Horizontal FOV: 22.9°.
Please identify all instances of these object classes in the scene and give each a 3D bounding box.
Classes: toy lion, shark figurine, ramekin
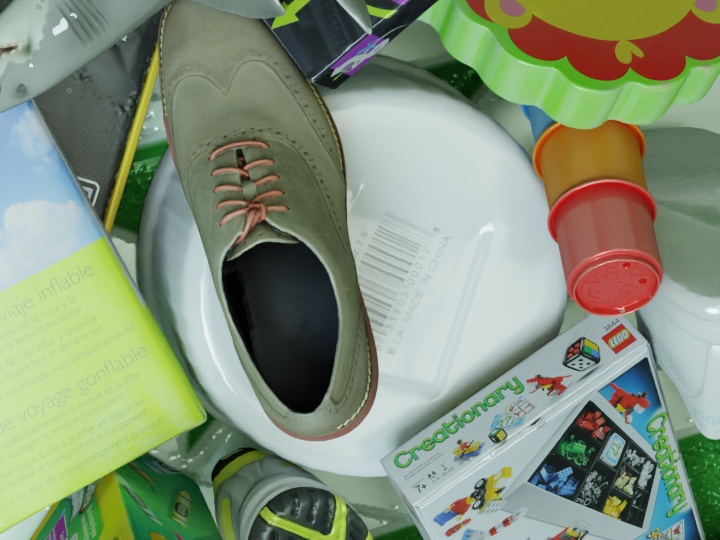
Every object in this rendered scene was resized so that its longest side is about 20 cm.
[{"bbox_3d":[0.069,-0.149,0.787,0.200,0.069,0.192,2,59,-13],"label":"toy lion"},{"bbox_3d":[-0.057,-0.119,0.676,0.089,0.214,0.128,35,64,-26],"label":"shark figurine"},{"bbox_3d":[0.000,0.000,0.833,0.200,0.098,0.201,-2,100,-13],"label":"ramekin"}]

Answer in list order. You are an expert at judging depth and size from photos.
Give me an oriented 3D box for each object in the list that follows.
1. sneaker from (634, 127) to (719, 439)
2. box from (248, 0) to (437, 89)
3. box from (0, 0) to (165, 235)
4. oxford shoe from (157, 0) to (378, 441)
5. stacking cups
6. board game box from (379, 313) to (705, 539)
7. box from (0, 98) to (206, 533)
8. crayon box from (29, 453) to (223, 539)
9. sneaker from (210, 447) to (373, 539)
[{"bbox_3d":[0.147,0.001,0.829,0.075,0.200,0.089,0,119,3],"label":"sneaker"},{"bbox_3d":[0.017,-0.192,0.720,0.200,0.036,0.143,-40,82,12],"label":"box"},{"bbox_3d":[-0.201,-0.075,0.800,0.200,0.049,0.160,17,97,-15],"label":"box"},{"bbox_3d":[-0.037,-0.030,0.724,0.070,0.075,0.200,-20,83,1],"label":"oxford shoe"},{"bbox_3d":[0.096,-0.065,0.799,0.060,0.200,0.061,-1,141,-1],"label":"stacking cups"},{"bbox_3d":[0.094,0.112,0.849,0.126,0.035,0.200,-34,142,-6],"label":"board game box"},{"bbox_3d":[-0.166,0.005,0.771,0.122,0.048,0.200,-29,104,-8],"label":"box"},{"bbox_3d":[-0.114,0.153,0.778,0.058,0.200,0.119,33,91,-15],"label":"crayon box"},{"bbox_3d":[-0.013,0.159,0.866,0.075,0.076,0.200,-30,128,-13],"label":"sneaker"}]
